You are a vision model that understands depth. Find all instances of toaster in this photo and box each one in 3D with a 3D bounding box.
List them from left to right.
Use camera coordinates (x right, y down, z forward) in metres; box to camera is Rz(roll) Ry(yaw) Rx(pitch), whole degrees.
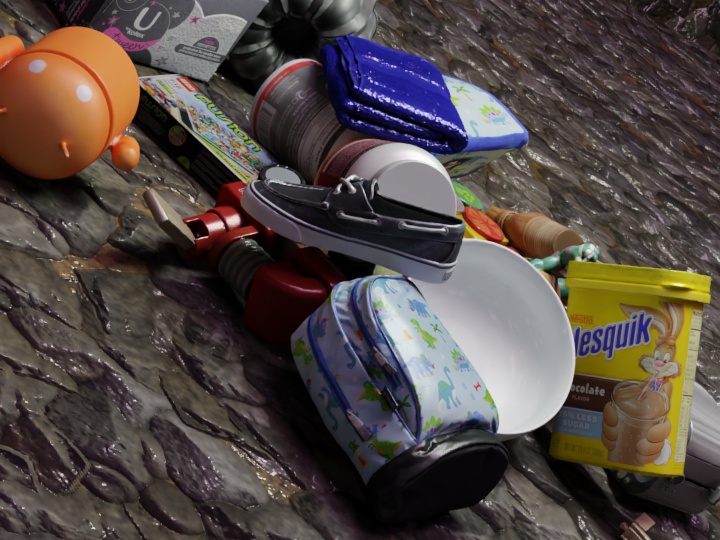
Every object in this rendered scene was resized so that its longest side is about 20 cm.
[{"bbox_3d":[0.324,0.171,1.752,0.129,0.114,0.200,28,21,-33],"label":"toaster"}]

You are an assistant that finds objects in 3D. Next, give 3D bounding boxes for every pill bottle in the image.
[{"bbox_3d":[-0.020,-0.138,1.771,0.114,0.114,0.200,9,24,-50],"label":"pill bottle"},{"bbox_3d":[0.025,-0.069,1.575,0.113,0.113,0.200,32,-2,-14],"label":"pill bottle"}]

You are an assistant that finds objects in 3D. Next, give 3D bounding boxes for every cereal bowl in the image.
[{"bbox_3d":[0.106,0.074,1.583,0.199,0.083,0.201,11,66,-26],"label":"cereal bowl"}]

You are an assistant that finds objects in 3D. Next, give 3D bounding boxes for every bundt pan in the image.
[{"bbox_3d":[-0.078,-0.284,1.917,0.201,0.202,0.076,29,35,-21],"label":"bundt pan"}]

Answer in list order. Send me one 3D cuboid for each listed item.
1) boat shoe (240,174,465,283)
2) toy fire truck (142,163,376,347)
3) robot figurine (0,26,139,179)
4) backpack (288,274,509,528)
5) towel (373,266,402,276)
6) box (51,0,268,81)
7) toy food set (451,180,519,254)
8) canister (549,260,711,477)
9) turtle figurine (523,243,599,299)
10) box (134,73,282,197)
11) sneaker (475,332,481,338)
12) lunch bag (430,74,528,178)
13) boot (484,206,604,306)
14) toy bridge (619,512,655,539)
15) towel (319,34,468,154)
[{"bbox_3d":[-0.005,-0.052,1.433,0.199,0.068,0.072,20,24,3],"label":"boat shoe"},{"bbox_3d":[-0.104,-0.014,1.472,0.199,0.129,0.176,-15,48,-39],"label":"toy fire truck"},{"bbox_3d":[-0.265,-0.150,1.459,0.200,0.116,0.145,-68,143,-67],"label":"robot figurine"},{"bbox_3d":[0.028,0.101,1.398,0.163,0.154,0.200,2,34,-51],"label":"backpack"},{"bbox_3d":[0.000,0.000,1.683,0.148,0.037,0.200,43,23,16],"label":"towel"},{"bbox_3d":[-0.227,-0.307,1.804,0.199,0.132,0.115,11,37,-47],"label":"box"},{"bbox_3d":[0.112,-0.042,1.920,0.198,0.049,0.200,49,24,24],"label":"toy food set"},{"bbox_3d":[0.268,0.098,1.633,0.148,0.201,0.086,6,-3,40],"label":"canister"},{"bbox_3d":[0.211,0.028,1.834,0.101,0.150,0.200,37,6,39],"label":"turtle figurine"},{"bbox_3d":[-0.152,-0.127,1.698,0.200,0.035,0.110,43,22,11],"label":"box"},{"bbox_3d":[0.164,0.082,1.721,0.199,0.074,0.088,20,34,-28],"label":"sneaker"},{"bbox_3d":[0.068,-0.164,1.879,0.169,0.128,0.199,-11,19,-43],"label":"lunch bag"},{"bbox_3d":[0.242,0.000,2.016,0.154,0.074,0.200,24,-29,56],"label":"boot"},{"bbox_3d":[0.325,0.317,1.576,0.200,0.027,0.067,44,24,15],"label":"toy bridge"},{"bbox_3d":[0.036,-0.191,1.722,0.147,0.050,0.200,13,25,-13],"label":"towel"}]
